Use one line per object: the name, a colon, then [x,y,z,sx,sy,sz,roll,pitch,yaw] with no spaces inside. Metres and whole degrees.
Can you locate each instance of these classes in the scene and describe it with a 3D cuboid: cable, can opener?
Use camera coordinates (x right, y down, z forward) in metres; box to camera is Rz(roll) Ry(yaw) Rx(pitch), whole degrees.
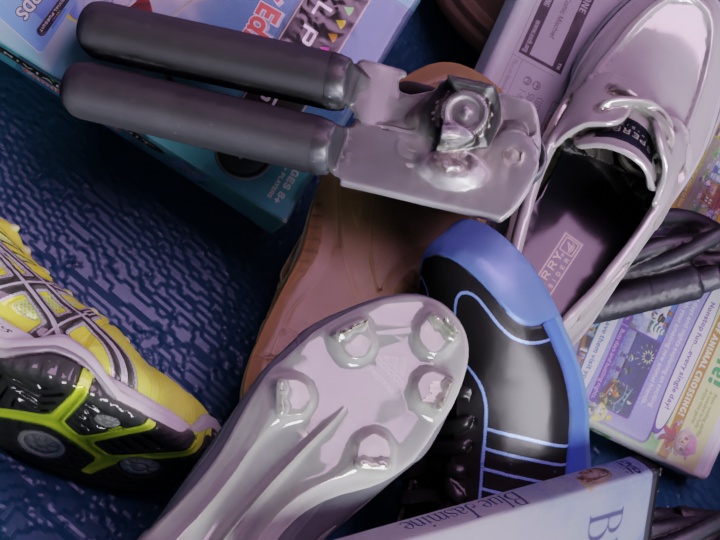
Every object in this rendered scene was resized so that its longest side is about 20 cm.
cable: [0.141,0.052,1.293,0.199,0.051,0.164,20,86,-18]
can opener: [-0.022,-0.062,1.197,0.199,0.067,0.054,13,81,5]

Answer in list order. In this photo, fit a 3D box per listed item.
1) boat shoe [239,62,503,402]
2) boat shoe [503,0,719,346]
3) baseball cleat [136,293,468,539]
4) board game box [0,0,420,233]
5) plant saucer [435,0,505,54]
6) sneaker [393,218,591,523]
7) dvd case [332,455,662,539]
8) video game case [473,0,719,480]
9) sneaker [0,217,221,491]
boat shoe: [0.000,0.000,1.241,0.074,0.069,0.200,32,65,-2]
boat shoe: [0.107,-0.048,1.251,0.072,0.066,0.200,35,72,-1]
baseball cleat: [-0.042,0.086,1.145,0.200,0.106,0.070,-43,94,-17]
board game box: [-0.080,-0.134,1.238,0.199,0.047,0.151,32,81,-6]
plant saucer: [0.129,-0.146,1.401,0.199,0.030,0.201,8,43,-7]
sneaker: [0.048,0.081,1.195,0.078,0.070,0.201,-31,118,-33]
dvd case: [0.035,0.159,1.161,0.199,0.143,0.018,-12,28,-37]
video game case: [0.120,-0.031,1.319,0.181,0.022,0.201,26,85,-18]
sneaker: [-0.137,0.020,1.154,0.199,0.075,0.077,31,52,-17]
